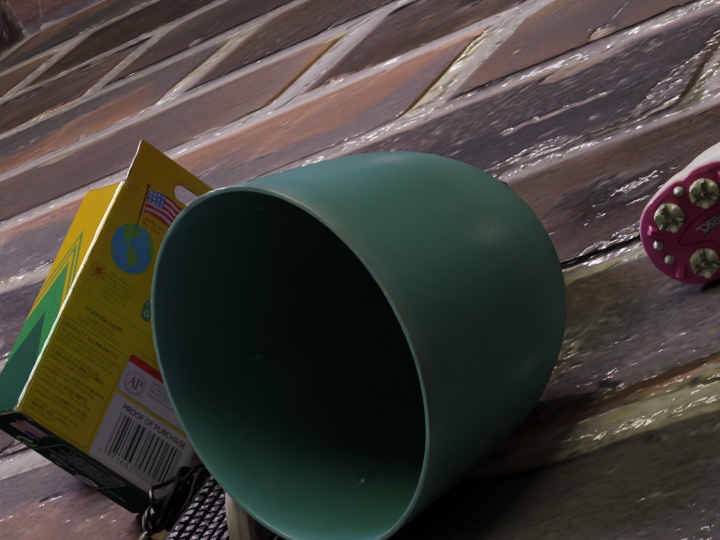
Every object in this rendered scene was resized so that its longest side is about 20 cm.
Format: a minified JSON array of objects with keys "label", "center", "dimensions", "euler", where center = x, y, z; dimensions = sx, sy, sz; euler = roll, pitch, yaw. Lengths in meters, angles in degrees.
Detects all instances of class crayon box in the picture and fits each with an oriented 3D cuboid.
[{"label":"crayon box","center":[-0.139,0.036,1.702],"dimensions":[0.051,0.127,0.201],"euler":[-12,49,53]}]

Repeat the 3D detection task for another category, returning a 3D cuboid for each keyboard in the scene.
[{"label":"keyboard","center":[-0.089,0.129,1.600],"dimensions":[0.104,0.040,0.200],"euler":[-23,15,26]}]

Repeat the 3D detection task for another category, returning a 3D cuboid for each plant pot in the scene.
[{"label":"plant pot","center":[0.014,0.028,1.444],"dimensions":[0.161,0.201,0.200],"euler":[-24,6,-42]}]

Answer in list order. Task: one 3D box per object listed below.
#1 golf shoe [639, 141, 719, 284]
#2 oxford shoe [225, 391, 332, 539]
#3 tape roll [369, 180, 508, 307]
[{"label":"golf shoe","center":[0.247,-0.067,1.527],"dimensions":[0.199,0.076,0.092],"euler":[-26,11,12]},{"label":"oxford shoe","center":[-0.023,0.093,1.543],"dimensions":[0.057,0.076,0.200],"euler":[8,31,21]},{"label":"tape roll","center":[0.000,0.000,1.652],"dimensions":[0.199,0.066,0.200],"euler":[-13,-6,-1]}]
